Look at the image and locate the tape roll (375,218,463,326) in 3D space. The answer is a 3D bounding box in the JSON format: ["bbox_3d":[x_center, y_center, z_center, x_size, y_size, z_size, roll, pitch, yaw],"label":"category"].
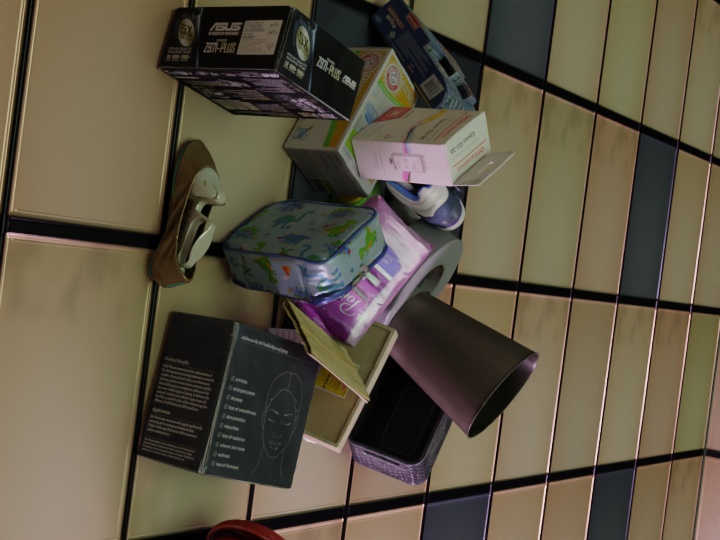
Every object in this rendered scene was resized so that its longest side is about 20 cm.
[{"bbox_3d":[0.075,0.015,1.871,0.200,0.066,0.200,-46,162,-20],"label":"tape roll"}]

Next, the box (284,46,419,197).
[{"bbox_3d":[-0.010,-0.223,1.755,0.113,0.101,0.200,54,54,-45],"label":"box"}]

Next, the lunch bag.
[{"bbox_3d":[-0.073,-0.032,1.619,0.161,0.199,0.083,-45,131,-41],"label":"lunch bag"}]

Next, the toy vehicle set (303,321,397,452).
[{"bbox_3d":[-0.043,0.155,1.749,0.201,0.124,0.027,-62,163,-18],"label":"toy vehicle set"}]

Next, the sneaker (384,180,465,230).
[{"bbox_3d":[0.072,-0.151,1.807,0.081,0.200,0.146,-45,146,6],"label":"sneaker"}]

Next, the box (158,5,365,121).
[{"bbox_3d":[-0.125,-0.262,1.503,0.164,0.199,0.086,27,75,-53],"label":"box"}]

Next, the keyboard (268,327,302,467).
[{"bbox_3d":[-0.112,0.183,1.695,0.056,0.011,0.201,7,74,-12],"label":"keyboard"}]

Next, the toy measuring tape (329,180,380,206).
[{"bbox_3d":[0.010,-0.156,1.823,0.074,0.073,0.201,44,61,-48],"label":"toy measuring tape"}]

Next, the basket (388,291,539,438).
[{"bbox_3d":[0.145,0.134,1.827,0.180,0.200,0.136,-38,154,-33],"label":"basket"}]

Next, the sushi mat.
[{"bbox_3d":[-0.045,0.114,1.643,0.012,0.096,0.200,-33,146,7],"label":"sushi mat"}]

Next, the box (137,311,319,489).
[{"bbox_3d":[-0.171,0.176,1.587,0.200,0.124,0.197,26,76,-54],"label":"box"}]

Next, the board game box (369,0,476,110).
[{"bbox_3d":[0.123,-0.315,1.886,0.200,0.062,0.200,59,15,22],"label":"board game box"}]

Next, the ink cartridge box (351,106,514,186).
[{"bbox_3d":[0.103,-0.176,1.662,0.116,0.199,0.068,-42,130,-43],"label":"ink cartridge box"}]

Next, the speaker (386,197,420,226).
[{"bbox_3d":[0.036,-0.058,1.869,0.200,0.081,0.082,-32,121,-47],"label":"speaker"}]

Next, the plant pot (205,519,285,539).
[{"bbox_3d":[-0.169,0.449,1.580,0.183,0.200,0.201,-47,132,-43],"label":"plant pot"}]

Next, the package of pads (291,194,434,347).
[{"bbox_3d":[0.000,0.000,1.720,0.120,0.076,0.200,42,82,-13],"label":"package of pads"}]

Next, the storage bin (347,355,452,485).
[{"bbox_3d":[0.075,0.227,1.910,0.094,0.135,0.200,79,34,-59],"label":"storage bin"}]

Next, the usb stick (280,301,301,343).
[{"bbox_3d":[-0.104,0.125,1.736,0.033,0.055,0.201,109,3,-71],"label":"usb stick"}]

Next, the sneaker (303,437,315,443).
[{"bbox_3d":[-0.040,0.162,1.808,0.200,0.078,0.089,-61,142,-27],"label":"sneaker"}]

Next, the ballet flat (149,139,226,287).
[{"bbox_3d":[-0.213,-0.072,1.525,0.068,0.072,0.201,33,69,-52],"label":"ballet flat"}]
